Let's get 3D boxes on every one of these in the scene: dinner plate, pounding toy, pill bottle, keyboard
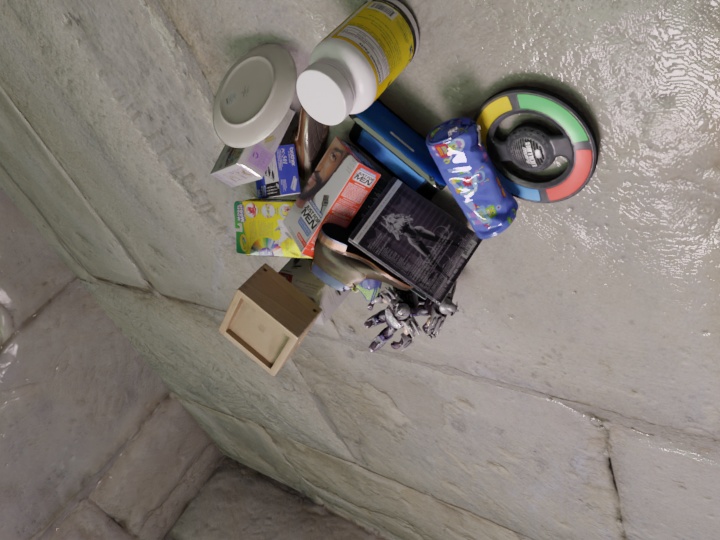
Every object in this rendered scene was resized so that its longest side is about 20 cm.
[{"bbox_3d":[-0.198,-0.318,1.085,0.198,0.204,0.024,11,172,36],"label":"dinner plate"},{"bbox_3d":[-0.200,0.097,1.297,0.183,0.142,0.201,38,134,3],"label":"pounding toy"},{"bbox_3d":[-0.004,-0.304,0.888,0.111,0.201,0.113,26,146,19],"label":"pill bottle"},{"bbox_3d":[0.065,-0.022,1.254,0.126,0.020,0.204,3,106,59],"label":"keyboard"}]

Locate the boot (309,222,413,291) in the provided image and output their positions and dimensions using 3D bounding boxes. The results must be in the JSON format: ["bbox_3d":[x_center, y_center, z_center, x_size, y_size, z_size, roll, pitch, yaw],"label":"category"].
[{"bbox_3d":[0.000,0.000,1.112,0.198,0.075,0.098,31,124,0],"label":"boot"}]

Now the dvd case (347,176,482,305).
[{"bbox_3d":[0.098,-0.055,1.077,0.199,0.150,0.016,35,163,6],"label":"dvd case"}]

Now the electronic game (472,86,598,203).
[{"bbox_3d":[0.259,-0.186,0.921,0.198,0.042,0.202,26,145,20],"label":"electronic game"}]

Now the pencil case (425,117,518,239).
[{"bbox_3d":[0.180,-0.148,0.957,0.086,0.079,0.201,-19,119,30],"label":"pencil case"}]

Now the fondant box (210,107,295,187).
[{"bbox_3d":[-0.213,-0.244,1.176,0.058,0.146,0.199,29,169,-25],"label":"fondant box"}]

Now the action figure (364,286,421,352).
[{"bbox_3d":[0.060,0.108,1.257,0.132,0.069,0.200,64,160,11],"label":"action figure"}]

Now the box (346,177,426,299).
[{"bbox_3d":[0.081,-0.061,1.152,0.199,0.142,0.079,35,-174,7],"label":"box"}]

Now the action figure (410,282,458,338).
[{"bbox_3d":[0.147,0.071,1.265,0.069,0.131,0.199,37,166,-22],"label":"action figure"}]

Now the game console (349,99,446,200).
[{"bbox_3d":[0.056,-0.193,1.054,0.199,0.171,0.119,38,121,-1],"label":"game console"}]

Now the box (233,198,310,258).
[{"bbox_3d":[-0.168,-0.088,1.263,0.196,0.048,0.120,3,103,13],"label":"box"}]

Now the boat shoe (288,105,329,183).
[{"bbox_3d":[-0.109,-0.249,1.183,0.071,0.076,0.201,30,145,16],"label":"boat shoe"}]

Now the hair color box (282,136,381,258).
[{"bbox_3d":[-0.058,-0.133,1.140,0.063,0.201,0.111,20,-157,-40],"label":"hair color box"}]

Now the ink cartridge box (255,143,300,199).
[{"bbox_3d":[-0.174,-0.198,1.240,0.199,0.043,0.096,-167,69,-68],"label":"ink cartridge box"}]

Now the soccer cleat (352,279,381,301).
[{"bbox_3d":[-0.022,-0.002,1.259,0.200,0.064,0.085,37,127,52],"label":"soccer cleat"}]

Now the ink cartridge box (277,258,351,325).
[{"bbox_3d":[-0.092,0.011,1.369,0.145,0.201,0.084,13,137,33],"label":"ink cartridge box"}]
